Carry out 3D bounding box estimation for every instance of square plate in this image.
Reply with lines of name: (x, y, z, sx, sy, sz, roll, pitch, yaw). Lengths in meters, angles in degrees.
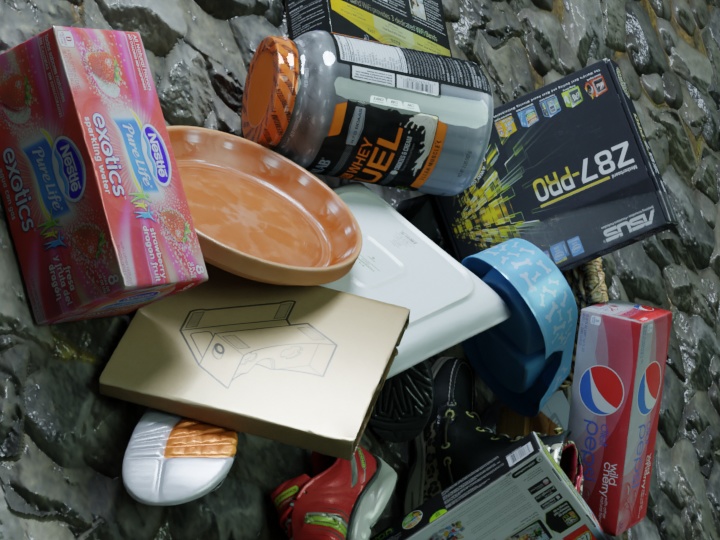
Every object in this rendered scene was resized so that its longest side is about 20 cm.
square plate: (0.000, 0.000, 1.645, 0.200, 0.029, 0.197, 40, 41, 25)

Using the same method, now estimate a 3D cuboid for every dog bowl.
dog bowl: (0.140, 0.047, 1.744, 0.049, 0.201, 0.111, -35, 63, -19)

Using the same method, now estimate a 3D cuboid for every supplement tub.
supplement tub: (0.005, -0.138, 1.724, 0.198, 0.123, 0.123, 9, 61, -20)

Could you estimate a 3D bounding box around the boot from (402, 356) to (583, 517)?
boot: (0.123, 0.155, 1.747, 0.074, 0.153, 0.205, 53, 35, -39)

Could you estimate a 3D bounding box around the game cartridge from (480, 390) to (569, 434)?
game cartridge: (0.159, 0.188, 1.893, 0.200, 0.040, 0.134, -39, 108, -55)

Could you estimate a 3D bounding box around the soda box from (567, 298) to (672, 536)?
soda box: (0.229, 0.132, 1.796, 0.070, 0.063, 0.202, -15, 113, -56)

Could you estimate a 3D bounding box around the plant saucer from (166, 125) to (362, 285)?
plant saucer: (-0.094, -0.048, 1.585, 0.199, 0.032, 0.201, 21, 27, -11)

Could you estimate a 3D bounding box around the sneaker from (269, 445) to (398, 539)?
sneaker: (-0.042, 0.209, 1.587, 0.085, 0.077, 0.200, 37, 40, -8)

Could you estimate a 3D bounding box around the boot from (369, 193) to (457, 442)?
boot: (0.046, 0.039, 1.794, 0.200, 0.065, 0.166, -64, 150, -65)

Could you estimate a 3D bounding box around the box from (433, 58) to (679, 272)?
box: (0.168, -0.079, 1.808, 0.162, 0.199, 0.049, 70, 17, 7)

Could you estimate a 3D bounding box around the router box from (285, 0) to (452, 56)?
router box: (0.012, -0.215, 1.887, 0.199, 0.052, 0.158, 17, 58, -50)

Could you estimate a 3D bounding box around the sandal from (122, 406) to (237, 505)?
sandal: (-0.126, 0.125, 1.495, 0.207, 0.078, 0.060, -78, 173, -59)

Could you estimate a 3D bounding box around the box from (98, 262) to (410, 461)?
box: (-0.077, 0.061, 1.511, 0.164, 0.198, 0.021, -65, 166, -49)

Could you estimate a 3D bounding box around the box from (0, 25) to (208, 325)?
box: (-0.200, -0.070, 1.473, 0.102, 0.094, 0.202, -4, 76, -56)

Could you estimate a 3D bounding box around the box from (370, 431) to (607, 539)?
box: (0.091, 0.232, 1.634, 0.110, 0.199, 0.035, 53, 8, -23)

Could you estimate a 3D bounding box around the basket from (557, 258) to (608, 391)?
basket: (0.204, -0.003, 1.926, 0.142, 0.149, 0.201, 25, 44, -37)

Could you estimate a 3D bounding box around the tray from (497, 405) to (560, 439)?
tray: (0.160, 0.228, 1.812, 0.099, 0.037, 0.201, 40, 44, -35)
